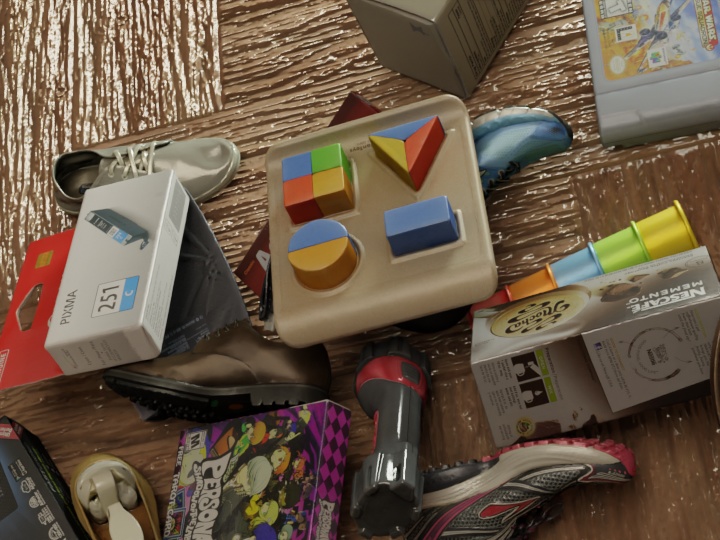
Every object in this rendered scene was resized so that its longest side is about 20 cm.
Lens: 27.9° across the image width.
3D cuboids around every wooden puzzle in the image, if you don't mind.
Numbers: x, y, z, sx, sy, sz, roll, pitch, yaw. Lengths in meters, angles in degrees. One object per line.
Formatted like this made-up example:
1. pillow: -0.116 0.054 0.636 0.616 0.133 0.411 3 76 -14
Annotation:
1. wooden puzzle: 0.009 -0.050 1.189 0.184 0.046 0.201 -15 55 10

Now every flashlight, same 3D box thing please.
1. flashlight: 0.021 0.131 1.148 0.067 0.068 0.201 -11 30 11

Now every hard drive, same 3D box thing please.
1. hard drive: -0.174 0.033 1.335 0.134 0.042 0.201 -30 59 3

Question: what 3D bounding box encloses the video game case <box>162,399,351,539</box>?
1. video game case: -0.093 0.216 1.180 0.180 0.036 0.202 -15 58 40

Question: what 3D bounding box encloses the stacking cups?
1. stacking cups: 0.185 0.009 1.216 0.199 0.061 0.061 -25 58 12

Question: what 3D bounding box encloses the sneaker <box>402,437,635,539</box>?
1. sneaker: 0.124 0.178 1.137 0.199 0.080 0.075 -20 74 25

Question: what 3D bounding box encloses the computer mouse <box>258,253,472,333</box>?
1. computer mouse: 0.000 0.000 1.232 0.198 0.053 0.140 13 94 23

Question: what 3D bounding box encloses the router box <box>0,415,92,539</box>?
1. router box: -0.312 0.249 1.264 0.150 0.062 0.200 -40 58 -1

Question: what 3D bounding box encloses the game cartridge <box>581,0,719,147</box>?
1. game cartridge: 0.270 -0.211 1.304 0.132 0.042 0.202 -13 60 18

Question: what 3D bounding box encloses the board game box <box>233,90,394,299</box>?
1. board game box: -0.025 -0.048 1.289 0.103 0.019 0.201 41 105 28

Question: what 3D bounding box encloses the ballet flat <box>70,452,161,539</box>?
1. ballet flat: -0.201 0.205 1.220 0.068 0.063 0.200 -23 41 -15

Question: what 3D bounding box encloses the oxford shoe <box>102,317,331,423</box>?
1. oxford shoe: -0.121 0.084 1.243 0.198 0.073 0.085 3 66 6

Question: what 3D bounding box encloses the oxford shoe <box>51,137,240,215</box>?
1. oxford shoe: -0.214 -0.095 1.408 0.198 0.058 0.076 -7 60 15

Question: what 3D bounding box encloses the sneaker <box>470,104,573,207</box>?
1. sneaker: 0.101 -0.074 1.283 0.199 0.078 0.091 -26 68 16

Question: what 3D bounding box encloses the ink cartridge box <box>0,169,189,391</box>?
1. ink cartridge box: -0.250 0.008 1.294 0.175 0.045 0.201 -13 42 16

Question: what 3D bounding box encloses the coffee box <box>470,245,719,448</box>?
1. coffee box: 0.192 0.059 1.138 0.198 0.080 0.113 -16 17 12

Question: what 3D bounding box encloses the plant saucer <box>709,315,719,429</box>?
1. plant saucer: 0.326 0.070 1.073 0.201 0.200 0.037 -57 25 -14

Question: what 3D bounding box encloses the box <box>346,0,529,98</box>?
1. box: 0.092 -0.286 1.352 0.108 0.128 0.201 25 74 29
